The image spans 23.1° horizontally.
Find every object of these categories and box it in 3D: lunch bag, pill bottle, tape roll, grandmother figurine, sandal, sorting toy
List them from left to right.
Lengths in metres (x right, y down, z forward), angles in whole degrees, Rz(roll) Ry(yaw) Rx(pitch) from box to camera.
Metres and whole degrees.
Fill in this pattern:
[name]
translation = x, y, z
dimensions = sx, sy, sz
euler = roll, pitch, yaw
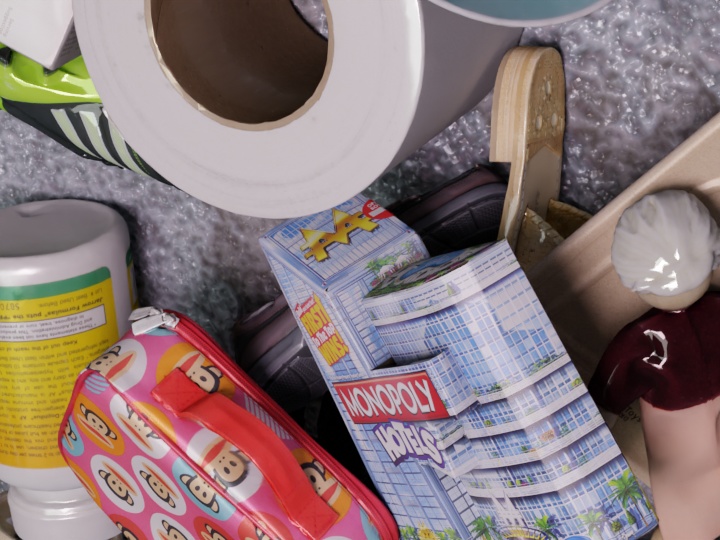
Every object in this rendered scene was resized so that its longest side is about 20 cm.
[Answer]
[pill bottle]
translation = -0.190, 0.067, 1.103
dimensions = 0.112, 0.113, 0.201
euler = 7, 115, 26
[lunch bag]
translation = -0.077, 0.119, 0.983
dimensions = 0.200, 0.082, 0.176
euler = 43, 151, 7
[tape roll]
translation = -0.029, -0.143, 0.907
dimensions = 0.202, 0.139, 0.204
euler = 11, 116, 24
[sandal]
translation = 0.111, -0.011, 0.927
dimensions = 0.069, 0.078, 0.213
euler = 7, 109, 29
[grandmother figurine]
translation = 0.157, 0.054, 0.856
dimensions = 0.061, 0.121, 0.201
euler = 32, 141, 53
[sorting toy]
translation = 0.187, 0.021, 0.886
dimensions = 0.185, 0.037, 0.200
euler = 37, 118, -18

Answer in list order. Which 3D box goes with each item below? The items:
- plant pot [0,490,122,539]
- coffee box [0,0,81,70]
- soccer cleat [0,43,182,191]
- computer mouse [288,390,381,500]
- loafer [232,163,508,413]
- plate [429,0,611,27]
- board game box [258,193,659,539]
[plant pot]
translation = -0.231, 0.257, 1.186
dimensions = 0.187, 0.187, 0.201
euler = 25, 108, 17
[coffee box]
translation = -0.163, -0.227, 0.944
dimensions = 0.114, 0.080, 0.201
euler = 29, 110, 1
[soccer cleat]
translation = -0.133, -0.088, 1.041
dimensions = 0.199, 0.068, 0.081
euler = 26, 154, 6
[computer mouse]
translation = 0.027, 0.104, 1.041
dimensions = 0.199, 0.053, 0.139
euler = 17, 110, 30
[loafer]
translation = 0.000, 0.000, 0.988
dimensions = 0.200, 0.072, 0.063
euler = -41, 55, 20
[plate]
translation = 0.052, -0.201, 0.815
dimensions = 0.200, 0.200, 0.026
euler = 52, 150, -1
[board game box]
translation = 0.034, 0.051, 0.873
dimensions = 0.200, 0.062, 0.200
euler = 60, 161, -4
